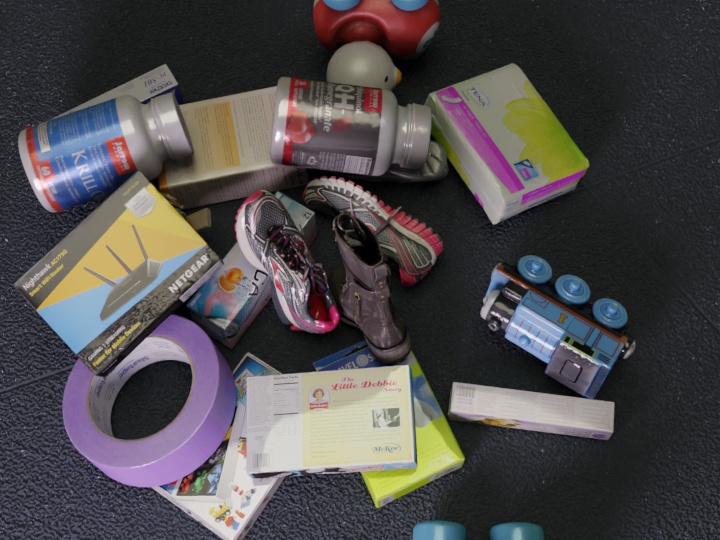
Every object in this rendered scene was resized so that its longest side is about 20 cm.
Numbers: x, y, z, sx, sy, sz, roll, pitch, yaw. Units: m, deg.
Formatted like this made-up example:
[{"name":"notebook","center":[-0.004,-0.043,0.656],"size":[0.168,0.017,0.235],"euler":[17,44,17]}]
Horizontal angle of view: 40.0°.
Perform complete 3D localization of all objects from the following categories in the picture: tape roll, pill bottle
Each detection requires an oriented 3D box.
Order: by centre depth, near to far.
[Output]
[{"name":"tape roll","center":[-0.254,0.154,1.192],"size":[0.198,0.066,0.202],"euler":[-7,57,10]},{"name":"pill bottle","center":[-0.319,-0.156,1.256],"size":[0.198,0.112,0.113],"euler":[-20,66,-2]},{"name":"pill bottle","center":[-0.013,-0.181,1.264],"size":[0.198,0.111,0.112],"euler":[6,65,-5]}]

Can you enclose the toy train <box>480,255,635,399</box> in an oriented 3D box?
[{"name":"toy train","center":[0.237,0.063,1.214],"size":[0.199,0.087,0.114],"euler":[31,49,15]}]

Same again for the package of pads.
[{"name":"package of pads","center":[0.196,-0.177,1.334],"size":[0.153,0.068,0.201],"euler":[-23,67,-22]}]

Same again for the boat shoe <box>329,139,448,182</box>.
[{"name":"boat shoe","center":[0.021,-0.155,1.354],"size":[0.200,0.065,0.075],"euler":[7,82,11]}]

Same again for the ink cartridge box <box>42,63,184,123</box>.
[{"name":"ink cartridge box","center":[-0.339,-0.201,1.364],"size":[0.199,0.094,0.044],"euler":[-29,68,-10]}]

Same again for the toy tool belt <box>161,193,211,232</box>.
[{"name":"toy tool belt","center":[-0.275,-0.004,1.258],"size":[0.122,0.125,0.202],"euler":[14,67,17]}]

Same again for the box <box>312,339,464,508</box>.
[{"name":"box","center":[0.031,0.170,1.208],"size":[0.121,0.048,0.201],"euler":[-23,68,-9]}]

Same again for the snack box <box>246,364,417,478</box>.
[{"name":"snack box","center":[-0.035,0.178,1.162],"size":[0.198,0.037,0.117],"euler":[-5,68,6]}]

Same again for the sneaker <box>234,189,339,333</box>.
[{"name":"sneaker","center":[-0.083,-0.012,1.216],"size":[0.081,0.201,0.074],"euler":[-42,30,-27]}]

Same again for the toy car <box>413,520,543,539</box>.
[{"name":"toy car","center":[0.130,0.347,1.030],"size":[0.175,0.200,0.186],"euler":[1,65,3]}]

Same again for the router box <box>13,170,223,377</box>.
[{"name":"router box","center":[-0.285,0.005,1.179],"size":[0.200,0.051,0.149],"euler":[-44,86,-8]}]

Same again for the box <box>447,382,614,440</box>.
[{"name":"box","center":[0.206,0.171,1.204],"size":[0.198,0.039,0.042],"euler":[6,66,5]}]

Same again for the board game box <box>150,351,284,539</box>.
[{"name":"board game box","center":[-0.144,0.214,1.199],"size":[0.126,0.035,0.201],"euler":[31,70,16]}]

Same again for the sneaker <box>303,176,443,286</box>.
[{"name":"sneaker","center":[0.008,-0.056,1.287],"size":[0.199,0.081,0.075],"euler":[30,80,17]}]

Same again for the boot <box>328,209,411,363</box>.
[{"name":"boot","center":[0.000,0.000,1.192],"size":[0.069,0.175,0.200],"euler":[-27,39,-14]}]

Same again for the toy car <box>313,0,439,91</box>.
[{"name":"toy car","center":[0.021,-0.289,1.354],"size":[0.175,0.184,0.202],"euler":[1,78,2]}]

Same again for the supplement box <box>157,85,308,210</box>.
[{"name":"supplement box","center":[-0.179,-0.167,1.353],"size":[0.198,0.074,0.127],"euler":[-11,66,-3]}]

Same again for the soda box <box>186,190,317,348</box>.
[{"name":"soda box","center":[-0.136,-0.002,1.278],"size":[0.063,0.069,0.201],"euler":[30,69,15]}]
